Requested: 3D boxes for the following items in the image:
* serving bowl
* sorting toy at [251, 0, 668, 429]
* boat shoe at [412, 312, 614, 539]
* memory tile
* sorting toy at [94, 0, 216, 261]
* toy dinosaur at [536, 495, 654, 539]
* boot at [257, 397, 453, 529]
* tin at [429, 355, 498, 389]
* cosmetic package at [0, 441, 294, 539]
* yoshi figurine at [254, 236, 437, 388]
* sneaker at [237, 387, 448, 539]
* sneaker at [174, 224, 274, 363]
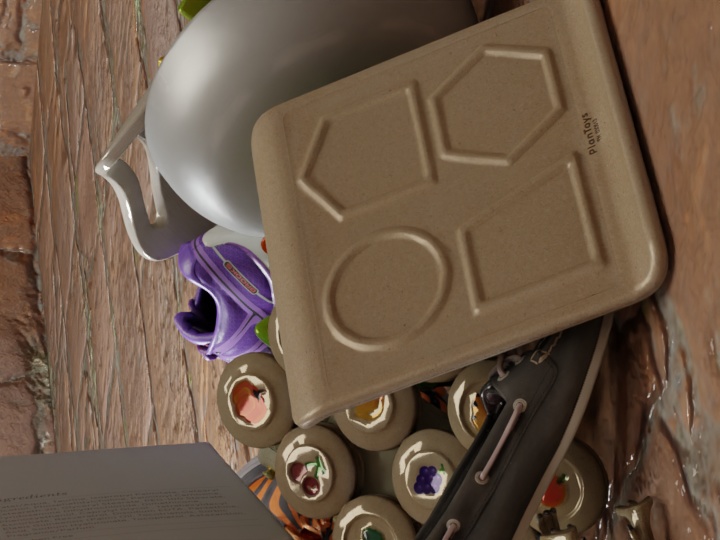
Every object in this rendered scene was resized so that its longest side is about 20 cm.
[{"bbox_3d":[-0.016,-0.085,1.314,0.201,0.199,0.066,103,148,-46],"label":"serving bowl"},{"bbox_3d":[0.044,-0.031,1.147,0.036,0.199,0.186,44,-152,-49],"label":"sorting toy"},{"bbox_3d":[0.061,0.088,1.106,0.067,0.057,0.201,115,178,-78],"label":"boat shoe"},{"bbox_3d":[0.022,0.085,1.196,0.200,0.017,0.153,49,116,18],"label":"memory tile"},{"bbox_3d":[-0.081,-0.098,1.390,0.107,0.180,0.200,32,161,24],"label":"sorting toy"},{"bbox_3d":[0.119,0.159,1.079,0.200,0.058,0.102,-155,50,-83],"label":"toy dinosaur"},{"bbox_3d":[0.014,0.141,1.273,0.154,0.072,0.201,30,128,21],"label":"boot"},{"bbox_3d":[0.061,-0.011,1.314,0.200,0.042,0.113,112,149,-59],"label":"tin"},{"bbox_3d":[-0.137,0.203,1.312,0.200,0.165,0.169,-145,54,-69],"label":"cosmetic package"},{"bbox_3d":[0.015,0.001,1.291,0.112,0.112,0.201,-50,-27,-29],"label":"yoshi figurine"},{"bbox_3d":[-0.022,0.152,1.413,0.200,0.077,0.112,-45,26,28],"label":"sneaker"},{"bbox_3d":[-0.069,0.035,1.469,0.201,0.083,0.081,74,175,-48],"label":"sneaker"}]
